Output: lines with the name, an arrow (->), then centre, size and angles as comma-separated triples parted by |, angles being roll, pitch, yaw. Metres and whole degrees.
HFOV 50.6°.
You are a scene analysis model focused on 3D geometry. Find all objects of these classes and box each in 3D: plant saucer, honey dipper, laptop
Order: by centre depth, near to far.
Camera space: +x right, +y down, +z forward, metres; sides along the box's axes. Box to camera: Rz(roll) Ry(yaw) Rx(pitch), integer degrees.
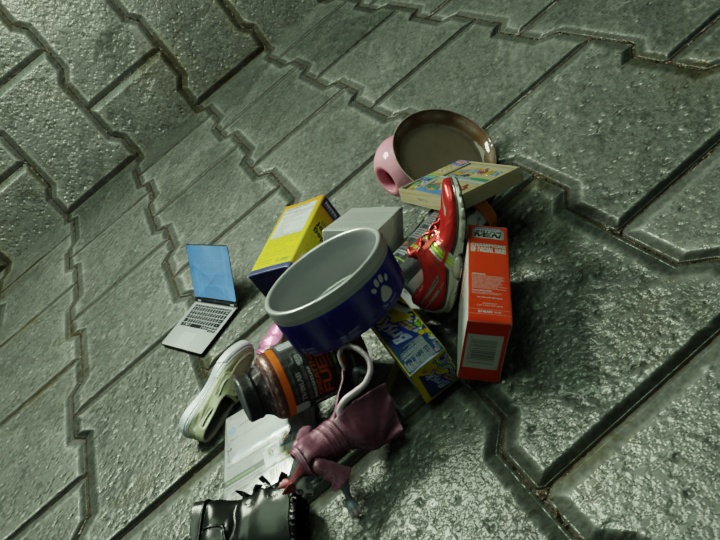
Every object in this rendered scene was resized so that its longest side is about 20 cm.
honey dipper -> 0.053, 0.148, 1.143 | 0.038, 0.038, 0.202 | -6, 48, 43
plant saucer -> 0.153, -0.214, 1.411 | 0.201, 0.198, 0.032 | -58, -9, -30
laptop -> -0.356, 0.058, 1.629 | 0.186, 0.116, 0.201 | 3, 50, 50

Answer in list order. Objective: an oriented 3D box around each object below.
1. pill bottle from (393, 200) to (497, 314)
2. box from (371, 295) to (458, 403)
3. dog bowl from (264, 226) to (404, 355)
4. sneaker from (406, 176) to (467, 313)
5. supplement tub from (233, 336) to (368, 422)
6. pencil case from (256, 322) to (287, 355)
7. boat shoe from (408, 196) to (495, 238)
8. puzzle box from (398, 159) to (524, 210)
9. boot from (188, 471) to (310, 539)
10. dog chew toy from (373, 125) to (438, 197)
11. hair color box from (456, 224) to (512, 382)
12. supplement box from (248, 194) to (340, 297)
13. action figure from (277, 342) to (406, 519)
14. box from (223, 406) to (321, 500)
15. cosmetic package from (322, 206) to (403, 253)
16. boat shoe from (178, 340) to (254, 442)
pill bottle -> 0.131, -0.034, 1.223 | 0.200, 0.107, 0.106 | -46, 31, -12
box -> 0.062, 0.094, 1.103 | 0.064, 0.070, 0.200 | -35, 40, -3
dog bowl -> -0.037, 0.027, 1.105 | 0.198, 0.079, 0.201 | -29, 22, 13
sneaker -> 0.110, -0.037, 1.112 | 0.083, 0.204, 0.077 | 6, 10, 4
supplement tub -> -0.089, 0.156, 1.154 | 0.198, 0.108, 0.107 | -24, 26, -17
pencil case -> -0.102, 0.095, 1.334 | 0.090, 0.094, 0.201 | 29, 62, 10
boat shoe -> 0.153, -0.099, 1.321 | 0.200, 0.073, 0.065 | -43, 35, -6
puzzle box -> 0.159, -0.140, 1.243 | 0.132, 0.026, 0.200 | -26, 19, -16
boot -> -0.147, 0.379, 1.011 | 0.160, 0.074, 0.201 | -14, 52, 12
dog chew toy -> 0.120, -0.235, 1.502 | 0.200, 0.125, 0.124 | -41, 29, -20
hair color box -> 0.171, 0.041, 1.063 | 0.063, 0.112, 0.202 | 5, 41, 3
supplement box -> -0.113, -0.033, 1.489 | 0.108, 0.110, 0.202 | -13, 39, 37
action figure -> -0.031, 0.224, 1.012 | 0.199, 0.150, 0.133 | -38, 43, -26
box -> -0.140, 0.272, 1.177 | 0.155, 0.041, 0.201 | -32, 32, 10
cosmetic package -> 0.009, -0.058, 1.322 | 0.100, 0.073, 0.200 | 0, 15, 15
boat shoe -> -0.240, 0.217, 1.352 | 0.061, 0.072, 0.201 | 19, 63, 28
